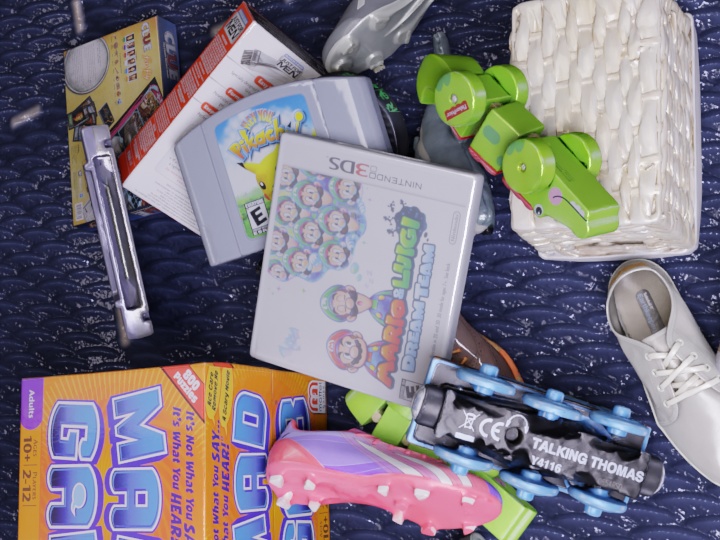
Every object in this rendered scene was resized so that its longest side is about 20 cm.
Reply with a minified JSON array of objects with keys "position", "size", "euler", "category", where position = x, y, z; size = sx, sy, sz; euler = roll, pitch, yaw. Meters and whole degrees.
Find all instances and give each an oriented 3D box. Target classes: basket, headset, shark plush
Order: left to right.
[{"position":[-0.038,-0.083,0.990],"size":[0.123,0.094,0.201],"euler":[37,125,12],"category":"headset"},{"position":[0.091,-0.115,0.944],"size":[0.090,0.083,0.202],"euler":[13,64,-9],"category":"shark plush"},{"position":[0.191,-0.115,0.864],"size":[0.135,0.123,0.202],"euler":[-2,81,28],"category":"basket"}]

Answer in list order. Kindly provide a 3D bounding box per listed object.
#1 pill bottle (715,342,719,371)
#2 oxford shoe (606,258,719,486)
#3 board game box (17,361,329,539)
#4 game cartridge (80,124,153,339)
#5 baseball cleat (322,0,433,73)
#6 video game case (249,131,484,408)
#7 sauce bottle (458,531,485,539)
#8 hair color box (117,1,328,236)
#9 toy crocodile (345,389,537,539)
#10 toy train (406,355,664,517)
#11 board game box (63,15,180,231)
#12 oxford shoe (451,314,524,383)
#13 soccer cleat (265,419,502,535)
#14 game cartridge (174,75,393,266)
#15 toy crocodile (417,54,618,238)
[{"position":[0.339,-0.005,0.770],"size":[0.119,0.119,0.202],"euler":[19,92,29],"category":"pill bottle"},{"position":[0.248,0.079,0.844],"size":[0.075,0.058,0.201],"euler":[-32,71,18],"category":"oxford shoe"},{"position":[-0.160,0.194,0.965],"size":[0.198,0.199,0.202],"euler":[-7,79,27],"category":"board game box"},{"position":[-0.242,-0.039,1.062],"size":[0.038,0.130,0.202],"euler":[-13,98,-17],"category":"game cartridge"},{"position":[0.028,-0.272,1.016],"size":[0.200,0.070,0.107],"euler":[-41,59,7],"category":"baseball cleat"},{"position":[0.000,0.000,0.906],"size":[0.181,0.024,0.202],"euler":[15,104,23],"category":"video game case"},{"position":[0.024,0.284,0.929],"size":[0.199,0.065,0.065],"euler":[-34,69,22],"category":"sauce bottle"},{"position":[-0.129,-0.140,1.041],"size":[0.200,0.111,0.064],"euler":[-47,33,14],"category":"hair color box"},{"position":[0.065,0.158,0.934],"size":[0.199,0.062,0.068],"euler":[34,100,23],"category":"toy crocodile"},{"position":[0.130,0.126,0.832],"size":[0.198,0.114,0.087],"euler":[17,90,-4],"category":"toy train"},{"position":[-0.251,-0.155,1.159],"size":[0.134,0.035,0.202],"euler":[-12,77,27],"category":"board game box"},{"position":[0.072,0.071,0.929],"size":[0.071,0.073,0.200],"euler":[-45,65,16],"category":"oxford shoe"},{"position":[0.019,0.163,0.889],"size":[0.198,0.067,0.077],"euler":[4,44,14],"category":"soccer cleat"},{"position":[-0.069,-0.093,0.957],"size":[0.199,0.040,0.134],"euler":[-17,88,23],"category":"game cartridge"},{"position":[0.111,-0.094,0.795],"size":[0.200,0.067,0.062],"euler":[49,133,24],"category":"toy crocodile"}]
